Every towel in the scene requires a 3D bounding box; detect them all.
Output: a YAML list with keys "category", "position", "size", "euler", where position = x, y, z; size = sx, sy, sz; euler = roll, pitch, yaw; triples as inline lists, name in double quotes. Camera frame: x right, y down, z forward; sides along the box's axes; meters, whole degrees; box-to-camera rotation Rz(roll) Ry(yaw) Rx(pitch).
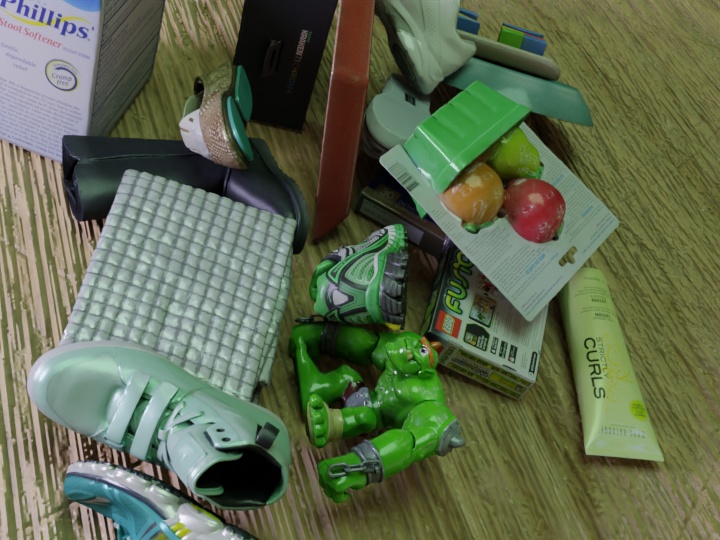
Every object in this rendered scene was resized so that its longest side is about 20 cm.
- category: "towel"
  position: [-0.147, 0.028, 0.938]
  size: [0.164, 0.086, 0.202]
  euler: [19, 52, -12]

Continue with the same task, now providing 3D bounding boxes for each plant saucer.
- category: "plant saucer"
  position: [0.173, -0.209, 1.284]
  size: [0.198, 0.036, 0.200]
  euler: [16, 14, -4]
- category: "plant saucer"
  position: [-0.015, -0.163, 1.106]
  size: [0.036, 0.201, 0.201]
  euler: [7, 43, -3]

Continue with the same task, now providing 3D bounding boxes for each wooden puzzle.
- category: "wooden puzzle"
  position: [0.144, -0.274, 1.329]
  size: [0.183, 0.047, 0.200]
  euler: [18, 13, 2]

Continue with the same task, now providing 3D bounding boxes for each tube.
- category: "tube"
  position: [0.225, 0.087, 1.055]
  size: [0.057, 0.052, 0.202]
  euler: [-20, 47, 17]

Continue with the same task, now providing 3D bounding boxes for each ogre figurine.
- category: "ogre figurine"
  position: [0.010, 0.101, 0.926]
  size: [0.118, 0.099, 0.200]
  euler: [-6, 14, -10]

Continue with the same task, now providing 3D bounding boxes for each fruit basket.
- category: "fruit basket"
  position: [0.132, -0.069, 1.073]
  size: [0.200, 0.094, 0.185]
  euler: [49, 51, -1]

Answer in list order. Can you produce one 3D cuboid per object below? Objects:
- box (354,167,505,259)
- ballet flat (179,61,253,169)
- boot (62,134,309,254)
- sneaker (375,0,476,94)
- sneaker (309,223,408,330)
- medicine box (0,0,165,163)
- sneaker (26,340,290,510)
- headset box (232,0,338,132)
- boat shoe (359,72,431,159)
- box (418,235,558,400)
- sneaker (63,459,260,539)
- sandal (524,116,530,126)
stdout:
- category: "box"
  position: [0.091, -0.093, 1.203]
  size: [0.120, 0.033, 0.200]
  euler: [29, 42, 10]
- category: "ballet flat"
  position: [-0.136, -0.139, 1.073]
  size: [0.065, 0.071, 0.200]
  euler: [-17, 25, 4]
- category: "boot"
  position: [-0.164, -0.068, 1.048]
  size: [0.198, 0.066, 0.165]
  euler: [-1, 33, -29]
- category: "sneaker"
  position: [0.056, -0.294, 1.199]
  size: [0.099, 0.201, 0.078]
  euler: [-31, 18, -9]
- category: "sneaker"
  position: [0.000, 0.000, 0.993]
  size: [0.084, 0.079, 0.200]
  euler: [4, 7, 2]
- category: "medicine box"
  position: [-0.265, -0.237, 1.090]
  size: [0.102, 0.201, 0.183]
  euler: [20, 42, 1]
- category: "sneaker"
  position: [-0.138, 0.107, 0.795]
  size: [0.198, 0.075, 0.118]
  euler: [19, 4, -11]
- category: "headset box"
  position: [-0.081, -0.275, 1.221]
  size: [0.092, 0.175, 0.201]
  euler: [12, 44, -9]
- category: "boat shoe"
  position: [0.030, -0.146, 1.181]
  size: [0.070, 0.070, 0.200]
  euler: [29, 23, -9]
- category: "box"
  position: [0.125, 0.014, 1.073]
  size: [0.109, 0.035, 0.201]
  euler: [25, 48, -6]
- category: "sneaker"
  position: [-0.136, 0.192, 0.784]
  size: [0.199, 0.078, 0.080]
  euler: [26, 77, 26]
- category: "sandal"
  position: [0.129, -0.162, 1.222]
  size: [0.079, 0.060, 0.206]
  euler: [32, 39, 15]
